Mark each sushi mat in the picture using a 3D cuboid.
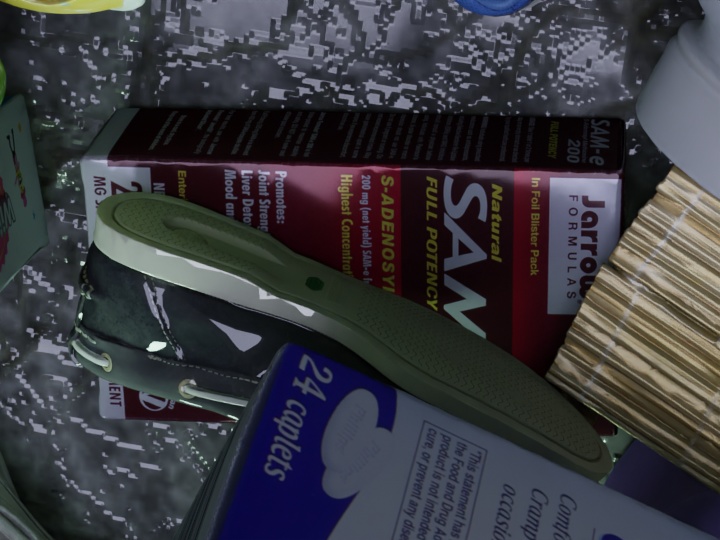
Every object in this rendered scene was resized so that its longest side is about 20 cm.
[{"bbox_3d":[0.168,0.051,0.710,0.199,0.012,0.096,34,102,5],"label":"sushi mat"}]

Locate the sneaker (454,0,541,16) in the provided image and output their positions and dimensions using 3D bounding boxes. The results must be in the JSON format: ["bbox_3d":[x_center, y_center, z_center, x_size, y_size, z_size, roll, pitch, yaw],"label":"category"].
[{"bbox_3d":[0.024,-0.176,0.684,0.076,0.085,0.201,-21,107,16],"label":"sneaker"}]

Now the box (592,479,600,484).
[{"bbox_3d":[0.071,0.150,0.721,0.118,0.042,0.200,-22,119,31],"label":"box"}]

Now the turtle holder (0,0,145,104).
[{"bbox_3d":[-0.104,-0.142,0.658,0.185,0.132,0.141,-34,129,-4],"label":"turtle holder"}]

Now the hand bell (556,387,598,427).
[{"bbox_3d":[0.021,0.116,0.775,0.104,0.104,0.200,36,118,-7],"label":"hand bell"}]

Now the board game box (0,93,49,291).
[{"bbox_3d":[-0.227,-0.007,0.735,0.198,0.148,0.065,-6,106,7],"label":"board game box"}]

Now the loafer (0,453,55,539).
[{"bbox_3d":[-0.150,0.135,0.848,0.070,0.070,0.201,-30,105,19],"label":"loafer"}]

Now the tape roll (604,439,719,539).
[{"bbox_3d":[0.182,0.141,0.794,0.198,0.085,0.202,3,112,7],"label":"tape roll"}]

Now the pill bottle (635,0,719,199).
[{"bbox_3d":[0.181,-0.113,0.671,0.113,0.114,0.201,28,114,-4],"label":"pill bottle"}]

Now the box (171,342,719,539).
[{"bbox_3d":[0.021,0.152,0.639,0.198,0.105,0.185,24,133,-6],"label":"box"}]

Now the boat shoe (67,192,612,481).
[{"bbox_3d":[-0.009,0.040,0.719,0.198,0.072,0.068,23,107,7],"label":"boat shoe"}]

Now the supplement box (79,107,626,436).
[{"bbox_3d":[0.000,0.000,0.775,0.198,0.061,0.110,1,113,7],"label":"supplement box"}]
